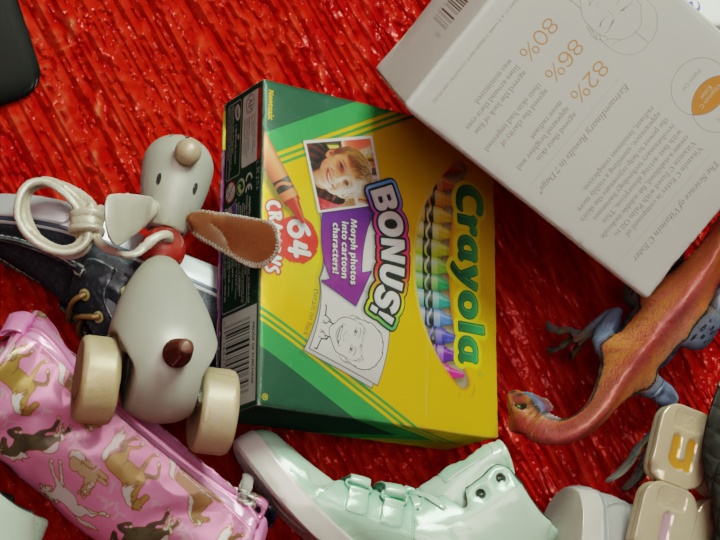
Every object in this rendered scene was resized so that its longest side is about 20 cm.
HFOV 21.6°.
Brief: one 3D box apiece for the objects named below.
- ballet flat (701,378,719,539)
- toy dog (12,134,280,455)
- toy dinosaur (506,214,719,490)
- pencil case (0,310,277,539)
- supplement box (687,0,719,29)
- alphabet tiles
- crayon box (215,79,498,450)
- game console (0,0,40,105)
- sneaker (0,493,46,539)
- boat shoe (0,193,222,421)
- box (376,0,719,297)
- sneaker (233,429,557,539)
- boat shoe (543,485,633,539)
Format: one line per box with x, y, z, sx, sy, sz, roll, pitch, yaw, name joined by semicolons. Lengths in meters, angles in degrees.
0.243;0.148;1.137;0.066;0.057;0.201;6;81;-27;ballet flat
-0.109;0.004;1.063;0.131;0.096;0.201;-8;68;-27;toy dog
0.165;0.034;1.169;0.105;0.200;0.181;31;39;16;toy dinosaur
-0.144;0.112;1.104;0.200;0.083;0.087;39;82;-3;pencil case
0.214;-0.190;1.261;0.199;0.103;0.102;-3;75;-9;supplement box
0.258;0.157;1.183;0.199;0.015;0.196;21;75;-22;alphabet tiles
0.000;0.000;1.160;0.172;0.058;0.201;10;72;-31;crayon box
-0.330;-0.177;1.204;0.199;0.117;0.176;-20;49;-15;game console
-0.280;0.143;1.080;0.200;0.074;0.119;25;79;-13;sneaker
-0.153;0.025;1.147;0.200;0.071;0.091;21;67;-6;boat shoe
0.137;-0.110;1.144;0.200;0.106;0.152;37;98;-19;box
0.025;0.133;1.144;0.200;0.074;0.118;39;80;-8;sneaker
0.144;0.234;1.147;0.068;0.072;0.201;14;63;-23;boat shoe
